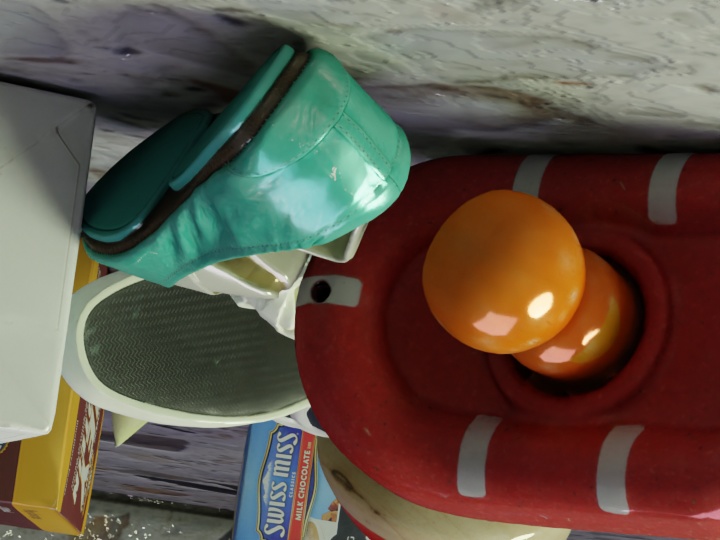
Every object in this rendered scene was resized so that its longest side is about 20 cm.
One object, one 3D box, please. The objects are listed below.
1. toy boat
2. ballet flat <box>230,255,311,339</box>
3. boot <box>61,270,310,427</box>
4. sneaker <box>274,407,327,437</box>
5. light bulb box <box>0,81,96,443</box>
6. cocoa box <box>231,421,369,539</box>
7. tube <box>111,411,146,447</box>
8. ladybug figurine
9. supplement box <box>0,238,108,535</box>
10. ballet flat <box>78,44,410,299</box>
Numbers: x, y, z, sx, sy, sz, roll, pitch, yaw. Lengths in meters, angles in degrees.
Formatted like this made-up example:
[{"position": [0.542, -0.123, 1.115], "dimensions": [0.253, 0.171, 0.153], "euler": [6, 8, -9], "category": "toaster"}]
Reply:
[{"position": [0.063, 0.013, 0.764], "dimensions": [0.200, 0.131, 0.131], "euler": [1, 161, 32], "category": "toy boat"}, {"position": [0.000, 0.000, 0.909], "dimensions": [0.200, 0.070, 0.069], "euler": [2, 169, 30], "category": "ballet flat"}, {"position": [-0.064, 0.029, 1.040], "dimensions": [0.200, 0.073, 0.144], "euler": [-4, -179, -32], "category": "boot"}, {"position": [0.033, 0.066, 1.215], "dimensions": [0.199, 0.080, 0.130], "euler": [23, 174, -22], "category": "sneaker"}, {"position": [-0.224, -0.007, 0.867], "dimensions": [0.198, 0.125, 0.200], "euler": [11, 169, -20], "category": "light bulb box"}, {"position": [-0.027, 0.176, 1.743], "dimensions": [0.131, 0.134, 0.200], "euler": [9, 170, -2], "category": "cocoa box"}, {"position": [-0.109, 0.044, 1.257], "dimensions": [0.052, 0.058, 0.200], "euler": [50, 159, -1], "category": "tube"}, {"position": [0.050, 0.123, 1.351], "dimensions": [0.136, 0.072, 0.200], "euler": [-17, -149, -20], "category": "ladybug figurine"}, {"position": [-0.234, 0.051, 1.186], "dimensions": [0.200, 0.133, 0.197], "euler": [8, 170, -1], "category": "supplement box"}, {"position": [-0.039, -0.020, 0.779], "dimensions": [0.070, 0.067, 0.200], "euler": [41, 159, -12], "category": "ballet flat"}]
